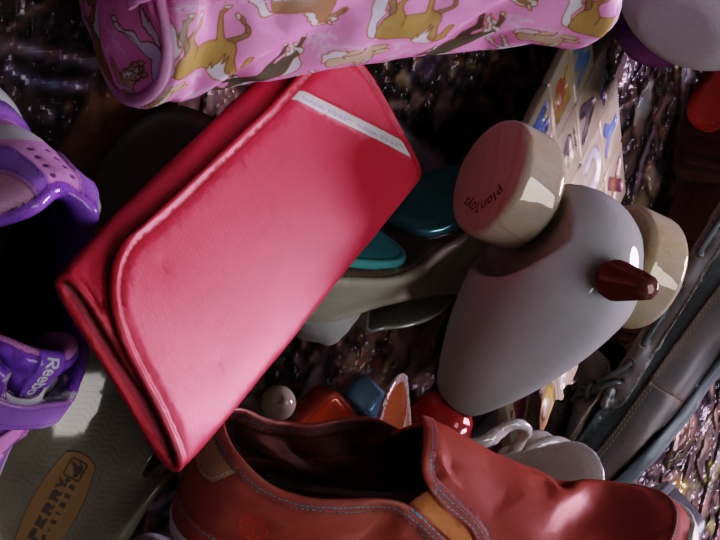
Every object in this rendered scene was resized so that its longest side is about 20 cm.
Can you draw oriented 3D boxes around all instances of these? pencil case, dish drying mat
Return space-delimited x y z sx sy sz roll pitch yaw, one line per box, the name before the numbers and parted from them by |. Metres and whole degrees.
pencil case | -0.003 -0.108 0.685 0.199 0.083 0.087 -11 143 -25
dish drying mat | -0.035 -0.017 0.674 0.077 0.018 0.200 61 35 -17

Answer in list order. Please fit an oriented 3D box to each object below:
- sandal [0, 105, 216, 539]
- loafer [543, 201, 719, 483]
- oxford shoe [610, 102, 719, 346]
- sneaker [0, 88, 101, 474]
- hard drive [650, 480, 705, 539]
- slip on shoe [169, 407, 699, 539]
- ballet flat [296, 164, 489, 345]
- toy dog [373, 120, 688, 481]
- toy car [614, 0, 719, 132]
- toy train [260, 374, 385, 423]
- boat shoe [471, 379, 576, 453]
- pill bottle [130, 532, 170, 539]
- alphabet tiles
sandal | -0.089 0.039 0.692 0.201 0.080 0.054 -64 -174 -1
loafer | 0.131 0.037 0.864 0.200 0.063 0.072 -48 -178 11
oxford shoe | 0.193 -0.005 1.030 0.075 0.070 0.201 16 95 -58
sneaker | -0.135 0.039 0.635 0.080 0.088 0.201 1 107 -52
hard drive | 0.050 0.171 0.761 0.140 0.033 0.200 -48 171 37
slip on shoe | 0.031 0.087 0.703 0.199 0.074 0.061 7 118 -6
ballet flat | 0.000 0.000 0.804 0.199 0.069 0.070 -10 114 -48
toy dog | 0.064 0.046 0.758 0.131 0.096 0.201 4 109 -19
toy car | 0.188 -0.131 0.896 0.200 0.150 0.175 45 60 -19
toy train | -0.041 0.147 0.831 0.200 0.056 0.150 -48 112 -11
boat shoe | 0.050 0.128 0.914 0.200 0.068 0.075 -52 139 -21
pill bottle | -0.100 0.209 0.723 0.200 0.112 0.112 -52 140 -4
alphabet tiles | 0.094 -0.018 0.894 0.200 0.006 0.167 -60 149 -45
